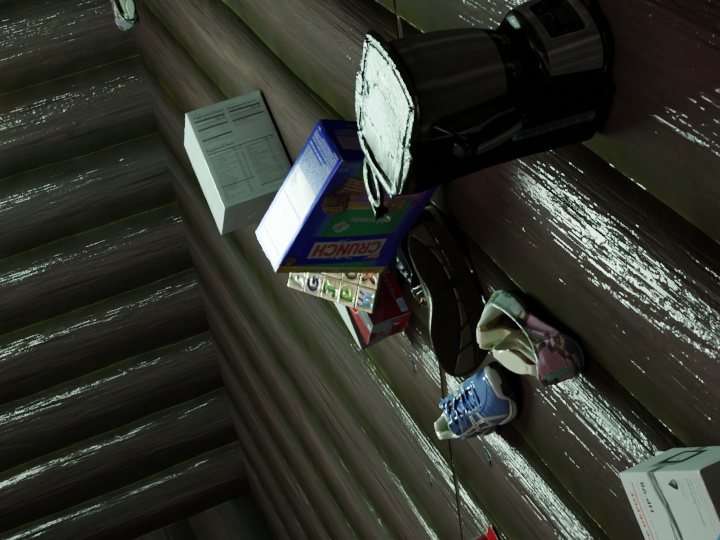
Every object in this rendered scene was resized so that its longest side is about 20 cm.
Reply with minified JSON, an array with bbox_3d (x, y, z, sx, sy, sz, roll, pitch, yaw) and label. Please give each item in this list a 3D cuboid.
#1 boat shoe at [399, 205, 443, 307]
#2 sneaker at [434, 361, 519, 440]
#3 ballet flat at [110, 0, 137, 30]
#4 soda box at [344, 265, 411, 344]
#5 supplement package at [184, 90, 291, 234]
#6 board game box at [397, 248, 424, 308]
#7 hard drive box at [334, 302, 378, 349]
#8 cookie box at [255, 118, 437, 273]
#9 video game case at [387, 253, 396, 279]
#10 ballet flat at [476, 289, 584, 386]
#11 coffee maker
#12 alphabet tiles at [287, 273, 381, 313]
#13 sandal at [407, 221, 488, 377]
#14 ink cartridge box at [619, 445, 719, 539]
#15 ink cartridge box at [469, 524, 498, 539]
[{"bbox_3d":[0.094,0.018,1.588,0.074,0.063,0.202,20,129,67],"label":"boat shoe"},{"bbox_3d":[0.150,0.181,1.561,0.200,0.077,0.076,104,145,-62],"label":"sneaker"},{"bbox_3d":[-0.649,-0.753,3.231,0.072,0.072,0.201,-168,60,-72],"label":"ballet flat"},{"bbox_3d":[0.000,0.000,1.720,0.070,0.063,0.200,104,144,-62],"label":"soda box"},{"bbox_3d":[-0.228,-0.202,2.256,0.152,0.150,0.200,118,130,-71],"label":"supplement package"},{"bbox_3d":[0.046,-0.070,1.707,0.200,0.026,0.200,-130,25,-52],"label":"board game box"},{"bbox_3d":[-0.022,-0.001,1.882,0.200,0.077,0.156,59,172,35],"label":"hard drive box"},{"bbox_3d":[-0.010,-0.087,1.482,0.200,0.171,0.075,-57,48,39],"label":"cookie box"},{"bbox_3d":[0.003,-0.090,1.748,0.200,0.019,0.143,57,160,36],"label":"video game case"},{"bbox_3d":[0.175,0.076,1.353,0.200,0.071,0.069,-138,31,-61],"label":"ballet flat"},{"bbox_3d":[0.103,-0.153,1.074,0.192,0.199,0.135,130,121,-70],"label":"coffee maker"},{"bbox_3d":[-0.027,-0.056,1.681,0.167,0.008,0.201,16,100,40],"label":"alphabet tiles"},{"bbox_3d":[0.110,0.035,1.526,0.055,0.082,0.200,10,-121,-88],"label":"sandal"},{"bbox_3d":[0.307,0.225,1.087,0.200,0.067,0.116,140,109,-74],"label":"ink cartridge box"},{"bbox_3d":[0.195,0.512,1.801,0.176,0.084,0.200,92,154,-53],"label":"ink cartridge box"}]
